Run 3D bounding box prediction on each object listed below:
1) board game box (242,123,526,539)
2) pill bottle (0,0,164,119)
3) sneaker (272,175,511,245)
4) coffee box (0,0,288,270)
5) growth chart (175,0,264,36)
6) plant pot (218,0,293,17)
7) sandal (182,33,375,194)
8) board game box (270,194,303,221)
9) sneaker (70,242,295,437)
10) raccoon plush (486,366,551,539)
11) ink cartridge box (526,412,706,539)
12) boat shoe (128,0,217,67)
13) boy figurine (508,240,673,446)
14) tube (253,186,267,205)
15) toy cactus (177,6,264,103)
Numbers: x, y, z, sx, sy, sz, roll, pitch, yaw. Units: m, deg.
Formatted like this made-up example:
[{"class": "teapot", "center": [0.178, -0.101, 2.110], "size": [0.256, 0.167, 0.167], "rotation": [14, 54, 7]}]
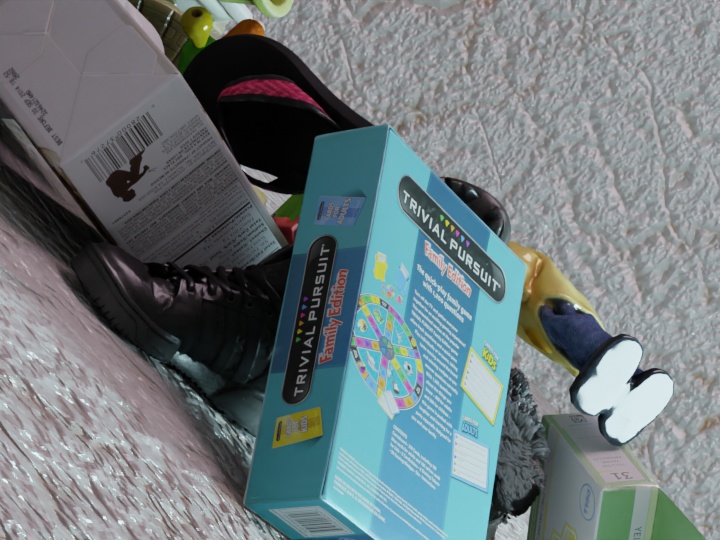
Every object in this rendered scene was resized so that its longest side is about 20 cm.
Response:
[{"class": "board game box", "center": [0.017, 0.053, 1.273], "size": [0.151, 0.047, 0.201], "rotation": [43, 49, -47]}, {"class": "pill bottle", "center": [-0.192, -0.147, 1.376], "size": [0.114, 0.114, 0.200], "rotation": [50, 5, 36]}, {"class": "sneaker", "center": [0.000, 0.000, 1.447], "size": [0.098, 0.200, 0.071], "rotation": [37, 44, -56]}, {"class": "coffee box", "center": [-0.117, -0.060, 1.342], "size": [0.113, 0.080, 0.200], "rotation": [49, -5, 33]}, {"class": "growth chart", "center": [-0.179, -0.191, 1.701], "size": [0.145, 0.199, 0.018], "rotation": [57, 38, -56]}, {"class": "plant pot", "center": [-0.144, -0.246, 1.552], "size": [0.200, 0.183, 0.201], "rotation": [-4, 90, -80]}, {"class": "sandal", "center": [-0.041, -0.073, 1.399], "size": [0.045, 0.075, 0.200], "rotation": [-11, 33, -40]}, {"class": "board game box", "center": [-0.043, 0.000, 1.612], "size": [0.030, 0.096, 0.200], "rotation": [45, 5, -14]}, {"class": "sneaker", "center": [-0.053, 0.017, 1.317], "size": [0.200, 0.104, 0.060], "rotation": [43, 6, -41]}, {"class": "raccoon plush", "center": [0.079, 0.082, 1.620], "size": [0.096, 0.201, 0.134], "rotation": [14, 2, 3]}, {"class": "ink cartridge box", "center": [0.157, 0.195, 1.567], "size": [0.048, 0.146, 0.200], "rotation": [-2, 25, -17]}, {"class": "boat shoe", "center": [-0.176, -0.167, 1.669], "size": [0.200, 0.073, 0.063], "rotation": [25, 18, -22]}, {"class": "boy figurine", "center": [0.115, 0.031, 1.636], "size": [0.124, 0.064, 0.200], "rotation": [45, -3, -39]}, {"class": "tube", "center": [-0.154, -0.090, 1.704], "size": [0.200, 0.052, 0.058], "rotation": [39, -33, -12]}, {"class": "toy cactus", "center": [-0.107, -0.071, 1.571], "size": [0.200, 0.102, 0.166], "rotation": [-14, -84, 53]}]
